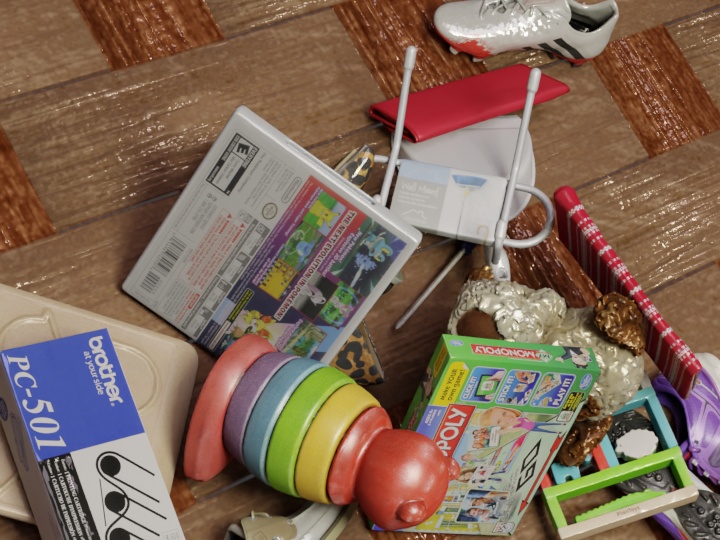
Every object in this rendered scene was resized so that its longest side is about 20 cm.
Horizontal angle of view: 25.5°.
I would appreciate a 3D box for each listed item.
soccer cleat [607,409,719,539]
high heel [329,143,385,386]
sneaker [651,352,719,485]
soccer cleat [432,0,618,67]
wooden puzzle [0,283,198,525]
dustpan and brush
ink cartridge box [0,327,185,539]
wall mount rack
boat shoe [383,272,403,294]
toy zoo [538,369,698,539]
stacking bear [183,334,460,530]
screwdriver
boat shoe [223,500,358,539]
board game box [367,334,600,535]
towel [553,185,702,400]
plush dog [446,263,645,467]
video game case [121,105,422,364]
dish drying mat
[{"bbox_3d":[0.275,0.200,1.438,0.068,0.073,0.200,-42,67,-16],"label":"soccer cleat"},{"bbox_3d":[0.000,0.000,1.346,0.142,0.200,0.071,33,26,-1],"label":"high heel"},{"bbox_3d":[0.335,0.176,1.478,0.083,0.081,0.201,-25,68,-15],"label":"sneaker"},{"bbox_3d":[0.169,-0.255,1.611,0.199,0.085,0.069,4,58,-23],"label":"soccer cleat"},{"bbox_3d":[-0.238,0.118,1.259,0.199,0.046,0.186,21,57,-18],"label":"wooden puzzle"},{"bbox_3d":[0.112,-0.067,1.488,0.139,0.057,0.200,-4,38,-11],"label":"dustpan and brush"},{"bbox_3d":[-0.206,0.150,1.203,0.094,0.044,0.201,-12,71,-34],"label":"ink cartridge box"},{"bbox_3d":[0.084,-0.100,1.427,0.199,0.075,0.175,11,68,6],"label":"wall mount rack"},{"bbox_3d":[-0.052,-0.038,1.416,0.201,0.061,0.072,39,11,-10],"label":"boat shoe"},{"bbox_3d":[0.203,0.133,1.423,0.131,0.020,0.201,-17,63,-7],"label":"toy zoo"},{"bbox_3d":[-0.022,0.137,1.243,0.199,0.114,0.121,23,36,23],"label":"stacking bear"},{"bbox_3d":[0.090,-0.007,1.478,0.029,0.028,0.200,20,49,21],"label":"screwdriver"},{"bbox_3d":[-0.076,0.223,1.254,0.068,0.075,0.200,44,53,2],"label":"boat shoe"},{"bbox_3d":[0.097,0.140,1.304,0.134,0.201,0.029,5,39,-21],"label":"board game box"},{"bbox_3d":[0.235,0.019,1.400,0.022,0.145,0.200,-35,74,0],"label":"towel"},{"bbox_3d":[0.157,0.074,1.363,0.171,0.201,0.161,17,40,5],"label":"plush dog"},{"bbox_3d":[-0.076,-0.007,1.311,0.182,0.200,0.023,35,27,-3],"label":"video game case"},{"bbox_3d":[0.108,-0.165,1.555,0.199,0.018,0.077,-19,36,-34],"label":"dish drying mat"}]
